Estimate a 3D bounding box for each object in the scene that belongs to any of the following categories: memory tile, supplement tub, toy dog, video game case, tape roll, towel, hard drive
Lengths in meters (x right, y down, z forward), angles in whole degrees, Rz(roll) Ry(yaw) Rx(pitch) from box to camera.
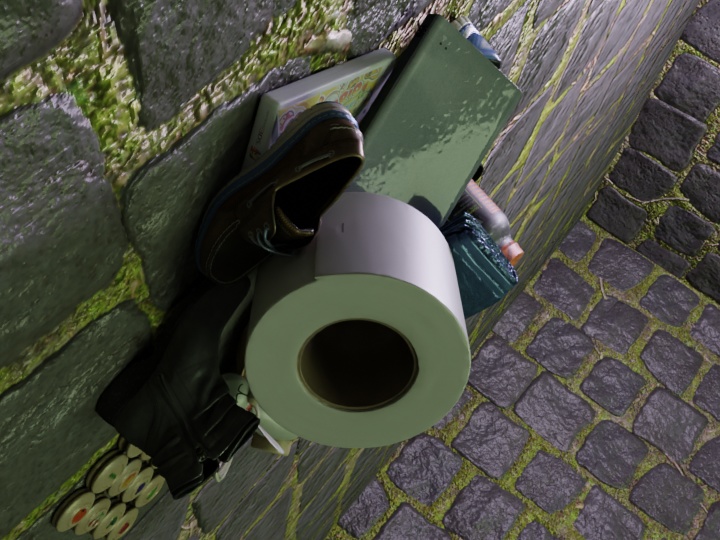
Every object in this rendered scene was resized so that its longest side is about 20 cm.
[{"bbox_3d":[-0.261,0.239,0.938,0.154,0.017,0.200,-51,164,-15],"label":"memory tile"},{"bbox_3d":[0.089,-0.062,0.967,0.122,0.200,0.123,-39,168,-10],"label":"supplement tub"},{"bbox_3d":[-0.096,0.167,0.961,0.200,0.096,0.133,-9,104,-74],"label":"toy dog"},{"bbox_3d":[-0.050,-0.114,0.809,0.200,0.023,0.183,-36,156,-48],"label":"video game case"},{"bbox_3d":[-0.003,0.047,0.776,0.140,0.201,0.203,-91,-157,-56],"label":"tape roll"},{"bbox_3d":[0.061,0.028,0.885,0.199,0.112,0.049,-34,-146,18],"label":"towel"},{"bbox_3d":[0.068,-0.139,0.859,0.139,0.033,0.201,32,89,-33],"label":"hard drive"}]

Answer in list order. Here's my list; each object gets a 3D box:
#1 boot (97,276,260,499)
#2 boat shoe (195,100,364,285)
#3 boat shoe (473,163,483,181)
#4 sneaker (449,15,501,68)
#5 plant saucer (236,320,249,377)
[{"bbox_3d":[-0.140,0.106,0.788,0.200,0.131,0.070,-52,164,-3],"label":"boot"},{"bbox_3d":[-0.073,-0.052,0.707,0.072,0.073,0.200,21,120,-39],"label":"boat shoe"},{"bbox_3d":[0.113,-0.125,1.200,0.201,0.063,0.074,-37,159,-45],"label":"boat shoe"},{"bbox_3d":[0.086,-0.191,0.910,0.200,0.089,0.079,-49,173,-17],"label":"sneaker"},{"bbox_3d":[-0.093,0.064,1.029,0.200,0.035,0.201,-48,163,-19],"label":"plant saucer"}]
